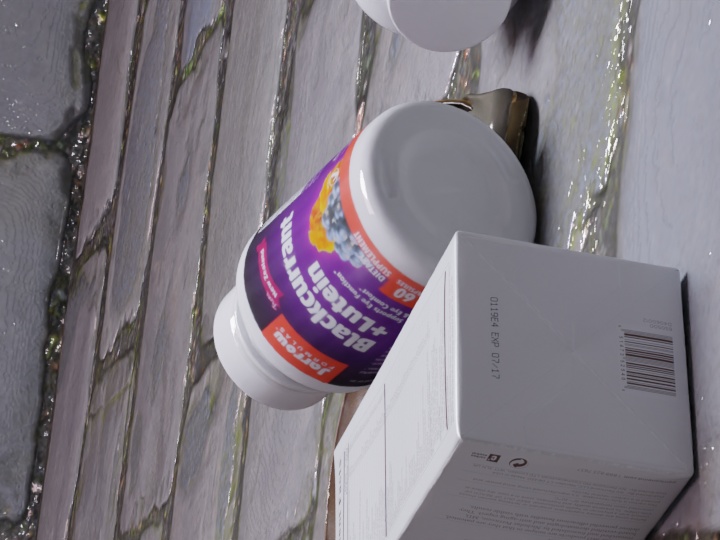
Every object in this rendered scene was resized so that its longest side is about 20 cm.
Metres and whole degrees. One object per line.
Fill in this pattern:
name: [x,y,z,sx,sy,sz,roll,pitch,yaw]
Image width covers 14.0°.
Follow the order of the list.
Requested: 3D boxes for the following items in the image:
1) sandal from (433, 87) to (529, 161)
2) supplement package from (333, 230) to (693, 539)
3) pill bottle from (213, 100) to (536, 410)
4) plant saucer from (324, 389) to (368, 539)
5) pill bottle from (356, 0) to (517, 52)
sandal: [0.044,-0.061,1.684,0.200,0.054,0.082,155,124,-75]
supplement package: [0.065,0.088,1.357,0.200,0.109,0.114,118,158,-53]
pill bottle: [0.000,0.000,1.614,0.200,0.111,0.112,-42,38,49]
plant saucer: [0.019,0.114,1.720,0.200,0.032,0.201,-170,90,-78]
pill bottle: [0.040,-0.205,1.685,0.200,0.111,0.111,-99,22,-56]
